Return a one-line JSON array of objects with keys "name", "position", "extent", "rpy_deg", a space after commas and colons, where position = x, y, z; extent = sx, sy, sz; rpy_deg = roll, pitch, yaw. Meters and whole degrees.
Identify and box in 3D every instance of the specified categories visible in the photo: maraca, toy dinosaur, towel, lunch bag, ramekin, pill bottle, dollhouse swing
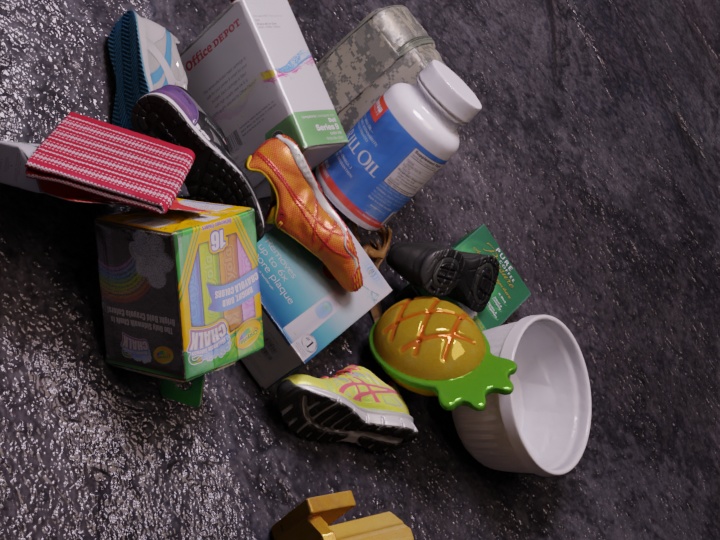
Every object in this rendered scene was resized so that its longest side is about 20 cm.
[{"name": "maraca", "position": [0.096, 0.101, 1.645], "extent": [0.137, 0.108, 0.200], "rpy_deg": [-29, 45, -27]}, {"name": "toy dinosaur", "position": [0.000, 0.000, 1.730], "extent": [0.106, 0.060, 0.201], "rpy_deg": [-41, 108, -35]}, {"name": "towel", "position": [-0.246, -0.108, 1.382], "extent": [0.144, 0.023, 0.200], "rpy_deg": [17, 19, -5]}, {"name": "lunch bag", "position": [0.026, -0.214, 1.759], "extent": [0.168, 0.200, 0.139], "rpy_deg": [52, 19, 4]}, {"name": "ramekin", "position": [0.199, 0.160, 1.740], "extent": [0.200, 0.105, 0.202], "rpy_deg": [15, 71, -50]}, {"name": "pill bottle", "position": [0.048, -0.153, 1.657], "extent": [0.112, 0.200, 0.112], "rpy_deg": [39, 19, -16]}, {"name": "dollhouse swing", "position": [0.025, 0.335, 1.455], "extent": [0.175, 0.182, 0.201], "rpy_deg": [-10, 71, -26]}]

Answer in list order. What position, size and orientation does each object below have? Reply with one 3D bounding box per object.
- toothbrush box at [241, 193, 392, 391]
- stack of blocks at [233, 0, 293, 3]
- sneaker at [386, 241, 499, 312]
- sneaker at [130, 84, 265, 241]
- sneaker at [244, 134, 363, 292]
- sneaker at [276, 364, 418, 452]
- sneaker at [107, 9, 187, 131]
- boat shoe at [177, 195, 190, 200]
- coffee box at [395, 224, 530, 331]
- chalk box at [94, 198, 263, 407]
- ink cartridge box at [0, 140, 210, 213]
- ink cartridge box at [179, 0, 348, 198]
[{"name": "toothbrush box", "position": [-0.076, 0.023, 1.603], "extent": [0.147, 0.085, 0.200], "rpy_deg": [55, 39, -1]}, {"name": "stack of blocks", "position": [-0.159, -0.424, 1.779], "extent": [0.200, 0.115, 0.059], "rpy_deg": [38, 44, -21]}, {"name": "sneaker", "position": [0.107, -0.003, 1.740], "extent": [0.200, 0.090, 0.076], "rpy_deg": [24, 89, -55]}, {"name": "sneaker", "position": [-0.160, -0.122, 1.521], "extent": [0.201, 0.075, 0.088], "rpy_deg": [55, 27, -8]}, {"name": "sneaker", "position": [-0.063, -0.056, 1.565], "extent": [0.201, 0.077, 0.073], "rpy_deg": [57, -5, -10]}, {"name": "sneaker", "position": [-0.022, 0.147, 1.596], "extent": [0.199, 0.078, 0.091], "rpy_deg": [24, 43, -41]}, {"name": "sneaker", "position": [-0.239, -0.204, 1.595], "extent": [0.080, 0.076, 0.201], "rpy_deg": [18, 57, -43]}, {"name": "boat shoe", "position": [-0.178, -0.053, 1.566], "extent": [0.199, 0.067, 0.072], "rpy_deg": [-13, 73, -49]}, {"name": "coffee box", "position": [0.141, 0.032, 1.841], "extent": [0.123, 0.044, 0.200], "rpy_deg": [54, 41, -4]}, {"name": "chalk box", "position": [-0.185, 0.038, 1.431], "extent": [0.123, 0.124, 0.202], "rpy_deg": [-21, 114, -49]}, {"name": "ink cartridge box", "position": [-0.267, -0.097, 1.407], "extent": [0.160, 0.199, 0.051], "rpy_deg": [2, 96, -39]}, {"name": "ink cartridge box", "position": [-0.121, -0.205, 1.655], "extent": [0.087, 0.145, 0.201], "rpy_deg": [-14, 76, -48]}]
